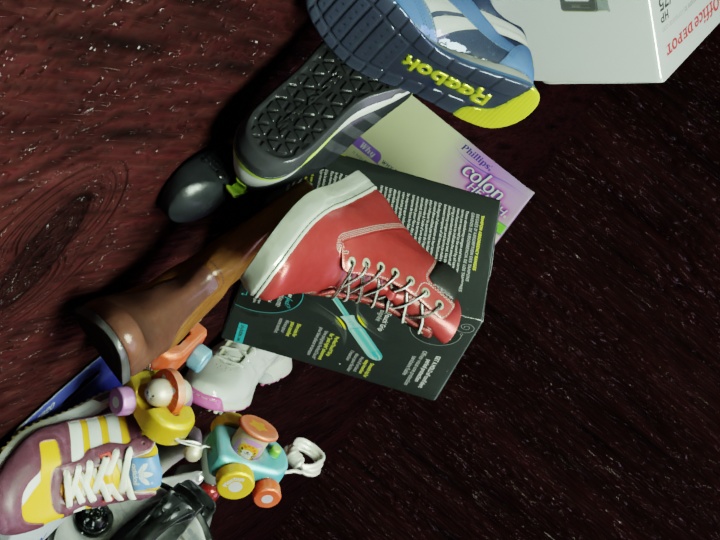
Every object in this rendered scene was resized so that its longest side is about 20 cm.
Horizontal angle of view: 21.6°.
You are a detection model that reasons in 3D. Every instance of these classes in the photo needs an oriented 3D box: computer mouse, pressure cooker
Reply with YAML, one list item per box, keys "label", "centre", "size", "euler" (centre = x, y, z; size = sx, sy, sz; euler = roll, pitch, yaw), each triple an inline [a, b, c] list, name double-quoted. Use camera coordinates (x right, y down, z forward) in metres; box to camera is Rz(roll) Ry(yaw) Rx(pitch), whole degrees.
- label: "computer mouse"
  centre: [-0.095, -0.076, 1.455]
  size: [0.059, 0.034, 0.200]
  euler: [-58, 171, 28]
- label: "pressure cooker"
  centre: [-0.228, 0.295, 1.824]
  size: [0.200, 0.177, 0.177]
  euler: [111, -20, -62]

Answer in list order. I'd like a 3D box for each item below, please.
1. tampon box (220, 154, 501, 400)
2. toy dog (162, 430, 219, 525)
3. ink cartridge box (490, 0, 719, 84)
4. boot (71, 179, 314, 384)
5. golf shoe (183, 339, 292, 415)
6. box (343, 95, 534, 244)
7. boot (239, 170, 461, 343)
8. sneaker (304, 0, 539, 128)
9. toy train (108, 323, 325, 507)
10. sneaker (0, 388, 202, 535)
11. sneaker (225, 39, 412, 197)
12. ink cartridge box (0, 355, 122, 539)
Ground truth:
- label: "tampon box"
  centre: [0.000, 0.000, 1.610]
  size: [0.150, 0.199, 0.127]
  euler: [117, -12, -56]
- label: "toy dog"
  centre: [-0.214, 0.272, 2.176]
  size: [0.132, 0.096, 0.201]
  euler: [71, 42, -77]
- label: "ink cartridge box"
  centre: [0.190, -0.269, 1.512]
  size: [0.147, 0.145, 0.201]
  euler: [-44, 129, -47]
- label: "boot"
  centre: [-0.110, 0.005, 1.409]
  size: [0.199, 0.069, 0.188]
  euler: [-35, 172, -3]
- label: "golf shoe"
  centre: [-0.120, 0.081, 1.909]
  size: [0.200, 0.075, 0.092]
  euler: [-39, 150, -66]
- label: "box"
  centre: [0.029, -0.042, 1.767]
  size: [0.200, 0.176, 0.097]
  euler: [-52, 177, -10]
- label: "boot"
  centre: [0.004, 0.009, 1.395]
  size: [0.072, 0.144, 0.200]
  euler: [-48, 173, 28]
- label: "sneaker"
  centre: [0.044, -0.179, 1.375]
  size: [0.074, 0.199, 0.083]
  euler: [-33, -141, 44]
- label: "toy train"
  centre: [-0.114, 0.097, 1.509]
  size: [0.150, 0.200, 0.056]
  euler: [-36, 162, -56]
- label: "sneaker"
  centre: [-0.207, 0.152, 1.477]
  size: [0.200, 0.090, 0.075]
  euler: [-36, 133, -51]
- label: "sneaker"
  centre: [-0.027, -0.122, 1.418]
  size: [0.200, 0.072, 0.083]
  euler: [-35, 168, -26]
- label: "ink cartridge box"
  centre: [-0.241, 0.151, 1.589]
  size: [0.200, 0.041, 0.200]
  euler: [-44, 168, -44]
